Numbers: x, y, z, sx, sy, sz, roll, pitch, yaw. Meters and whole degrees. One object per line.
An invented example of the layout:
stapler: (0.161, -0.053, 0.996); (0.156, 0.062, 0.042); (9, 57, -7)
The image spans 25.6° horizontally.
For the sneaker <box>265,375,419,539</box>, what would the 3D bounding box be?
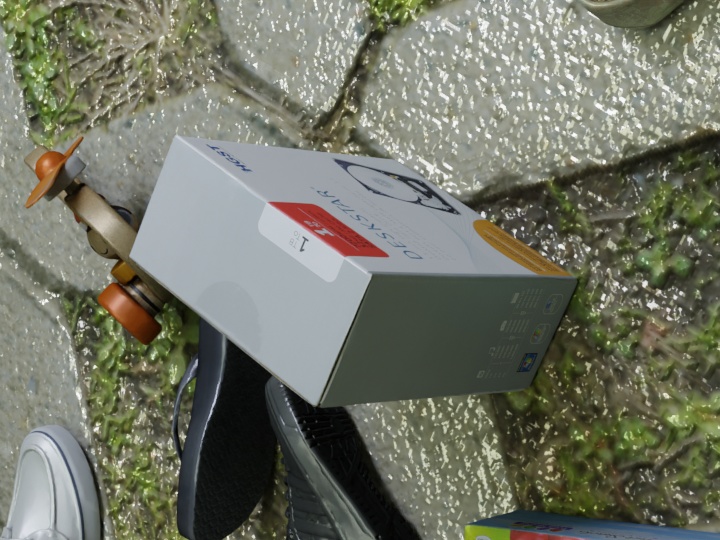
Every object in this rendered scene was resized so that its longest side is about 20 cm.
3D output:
sneaker: (-0.027, 0.169, 0.982); (0.104, 0.060, 0.201); (-43, 69, 26)

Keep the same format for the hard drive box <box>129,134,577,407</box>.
hard drive box: (0.000, 0.000, 0.875); (0.155, 0.199, 0.077); (35, 110, 32)

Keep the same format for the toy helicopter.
toy helicopter: (-0.190, -0.044, 1.082); (0.079, 0.132, 0.200); (-47, 40, -5)

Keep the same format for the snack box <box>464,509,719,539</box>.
snack box: (0.139, 0.240, 0.847); (0.167, 0.067, 0.203); (0, 91, 38)

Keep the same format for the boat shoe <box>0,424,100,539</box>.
boat shoe: (-0.231, 0.214, 1.140); (0.073, 0.065, 0.203); (-10, 84, 38)

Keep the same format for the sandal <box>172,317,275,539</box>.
sandal: (-0.089, 0.076, 1.029); (0.042, 0.076, 0.203); (1, 80, 36)

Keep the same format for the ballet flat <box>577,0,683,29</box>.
ballet flat: (0.190, -0.195, 0.813); (0.200, 0.062, 0.068); (-44, 65, 29)
